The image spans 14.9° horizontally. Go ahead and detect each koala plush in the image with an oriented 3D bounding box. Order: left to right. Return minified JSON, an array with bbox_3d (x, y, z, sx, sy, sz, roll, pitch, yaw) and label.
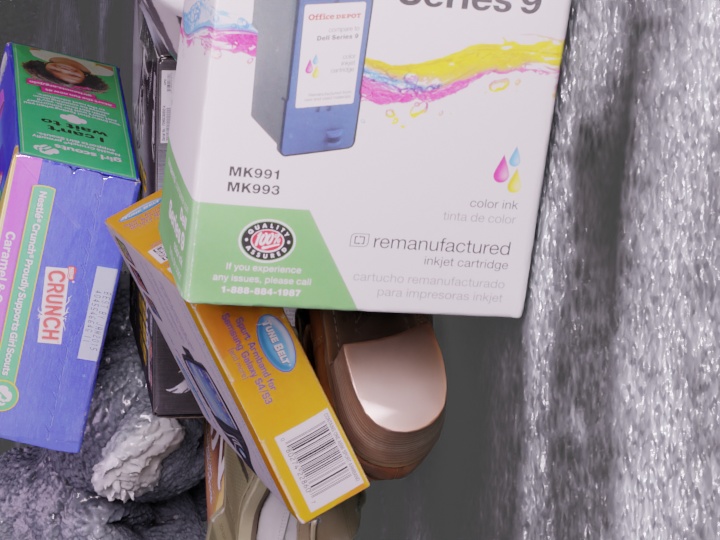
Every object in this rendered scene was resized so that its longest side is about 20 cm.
[{"bbox_3d":[-0.146,0.118,1.677,0.200,0.184,0.177,105,163,-44],"label":"koala plush"}]

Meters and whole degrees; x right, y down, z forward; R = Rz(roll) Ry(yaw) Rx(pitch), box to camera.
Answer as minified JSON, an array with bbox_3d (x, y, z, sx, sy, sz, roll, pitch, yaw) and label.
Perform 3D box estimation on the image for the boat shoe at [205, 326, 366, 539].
[{"bbox_3d":[-0.034,0.112,1.418,0.075,0.068,0.200,-106,25,-51],"label":"boat shoe"}]

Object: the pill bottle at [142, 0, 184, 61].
[{"bbox_3d":[-0.053,-0.155,1.261,0.200,0.113,0.113,75,-163,-80],"label":"pill bottle"}]

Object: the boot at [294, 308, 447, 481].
[{"bbox_3d":[0.000,0.000,1.282,0.155,0.077,0.200,117,140,-75],"label":"boot"}]

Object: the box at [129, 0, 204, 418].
[{"bbox_3d":[-0.096,-0.040,1.498,0.158,0.048,0.200,-117,28,-69],"label":"box"}]

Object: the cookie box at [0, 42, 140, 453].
[{"bbox_3d":[-0.183,-0.017,1.579,0.200,0.075,0.171,-112,35,-66],"label":"cookie box"}]

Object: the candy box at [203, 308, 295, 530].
[{"bbox_3d":[-0.058,0.049,1.583,0.115,0.055,0.200,107,162,-50],"label":"candy box"}]

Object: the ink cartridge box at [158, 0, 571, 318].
[{"bbox_3d":[0.003,-0.089,1.112,0.088,0.145,0.200,-115,31,-66],"label":"ink cartridge box"}]

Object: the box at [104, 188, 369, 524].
[{"bbox_3d":[-0.062,0.032,1.268,0.119,0.041,0.200,64,172,-19],"label":"box"}]
